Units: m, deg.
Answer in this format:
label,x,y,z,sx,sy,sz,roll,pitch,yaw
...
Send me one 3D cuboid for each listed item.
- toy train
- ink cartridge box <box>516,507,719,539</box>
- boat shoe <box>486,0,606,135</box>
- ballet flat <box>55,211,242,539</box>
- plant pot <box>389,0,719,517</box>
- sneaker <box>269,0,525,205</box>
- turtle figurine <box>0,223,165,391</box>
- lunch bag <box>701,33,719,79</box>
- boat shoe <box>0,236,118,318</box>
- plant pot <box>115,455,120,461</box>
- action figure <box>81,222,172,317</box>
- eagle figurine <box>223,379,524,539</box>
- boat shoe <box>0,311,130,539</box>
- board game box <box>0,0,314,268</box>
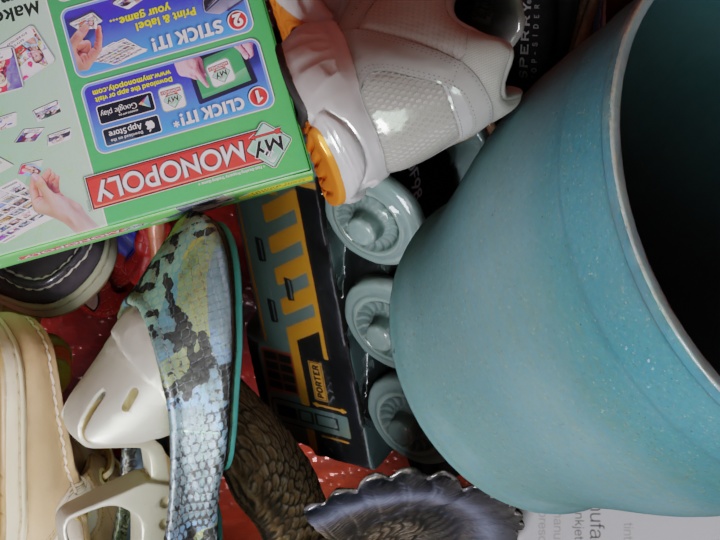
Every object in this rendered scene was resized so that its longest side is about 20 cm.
label,x,y,z,sx,sy,sz,roll,pitch,yaw
toy train,0.000,0.000,1.178,0.114,0.085,0.200,12,131,30
ink cartridge box,0.167,0.076,1.166,0.199,0.086,0.148,0,83,11
boat shoe,0.069,-0.135,1.086,0.072,0.072,0.200,-2,124,10
ballet flat,-0.083,0.077,1.067,0.074,0.074,0.201,3,104,7
plant pot,0.115,0.006,1.029,0.200,0.200,0.188,38,144,-16
sneaker,0.014,-0.096,1.053,0.092,0.200,0.076,-17,125,2
turtle figurine,-0.170,0.016,1.174,0.161,0.064,0.200,44,119,33
lunch bag,0.213,-0.154,1.042,0.160,0.083,0.200,8,125,5
boat shoe,-0.173,-0.063,1.119,0.072,0.200,0.065,-38,157,1
plant pot,-0.182,0.186,1.284,0.196,0.196,0.200,10,115,3
action figure,-0.087,-0.060,1.172,0.052,0.065,0.200,4,126,-20
eagle figurine,-0.014,0.123,1.162,0.151,0.151,0.200,2,118,-6
boat shoe,-0.126,0.094,1.128,0.069,0.074,0.200,-16,131,-22
board game box,-0.131,-0.073,1.073,0.199,0.029,0.135,-15,85,-1
